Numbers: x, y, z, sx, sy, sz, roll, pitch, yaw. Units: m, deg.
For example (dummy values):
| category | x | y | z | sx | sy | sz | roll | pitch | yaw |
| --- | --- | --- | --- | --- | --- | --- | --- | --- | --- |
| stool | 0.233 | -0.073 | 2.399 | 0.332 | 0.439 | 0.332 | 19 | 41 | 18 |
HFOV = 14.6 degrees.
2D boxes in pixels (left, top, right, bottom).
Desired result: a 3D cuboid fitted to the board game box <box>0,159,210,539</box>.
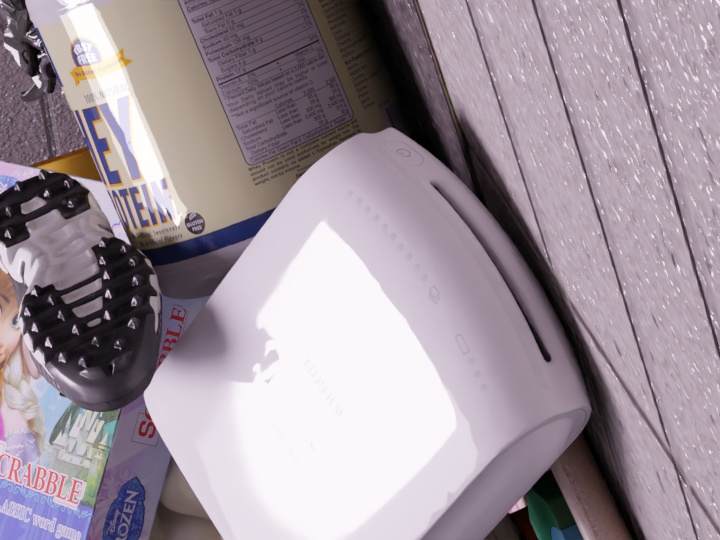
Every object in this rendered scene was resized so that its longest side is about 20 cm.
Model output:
| category | x | y | z | sx | sy | sz | roll | pitch | yaw |
| --- | --- | --- | --- | --- | --- | --- | --- | --- | --- |
| board game box | -0.163 | 0.049 | 1.469 | 0.200 | 0.041 | 0.200 | 12 | 86 | 50 |

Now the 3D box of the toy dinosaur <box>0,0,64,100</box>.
| category | x | y | z | sx | sy | sz | roll | pitch | yaw |
| --- | --- | --- | --- | --- | --- | --- | --- | --- | --- |
| toy dinosaur | -0.115 | -0.132 | 1.510 | 0.102 | 0.136 | 0.200 | 39 | -122 | -62 |

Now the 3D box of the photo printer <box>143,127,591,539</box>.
| category | x | y | z | sx | sy | sz | roll | pitch | yaw |
| --- | --- | --- | --- | --- | --- | --- | --- | --- | --- |
| photo printer | 0.004 | 0.051 | 1.204 | 0.166 | 0.069 | 0.200 | 56 | 132 | 21 |

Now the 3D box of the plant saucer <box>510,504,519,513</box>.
| category | x | y | z | sx | sy | sz | roll | pitch | yaw |
| --- | --- | --- | --- | --- | --- | --- | --- | --- | --- |
| plant saucer | 0.053 | 0.101 | 1.507 | 0.201 | 0.051 | 0.201 | 156 | 90 | -84 |

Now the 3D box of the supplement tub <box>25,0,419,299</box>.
| category | x | y | z | sx | sy | sz | roll | pitch | yaw |
| --- | --- | --- | --- | --- | --- | --- | --- | --- | --- |
| supplement tub | -0.068 | -0.102 | 1.307 | 0.145 | 0.145 | 0.200 | -145 | 31 | -79 |

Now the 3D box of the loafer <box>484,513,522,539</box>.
| category | x | y | z | sx | sy | sz | roll | pitch | yaw |
| --- | --- | --- | --- | --- | --- | --- | --- | --- | --- |
| loafer | 0.031 | 0.115 | 1.312 | 0.076 | 0.068 | 0.200 | -169 | 58 | -81 |

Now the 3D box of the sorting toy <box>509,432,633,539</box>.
| category | x | y | z | sx | sy | sz | roll | pitch | yaw |
| --- | --- | --- | --- | --- | --- | --- | --- | --- | --- |
| sorting toy | 0.076 | 0.087 | 1.295 | 0.200 | 0.036 | 0.185 | 92 | 153 | -78 |

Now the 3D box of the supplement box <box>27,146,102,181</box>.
| category | x | y | z | sx | sy | sz | roll | pitch | yaw |
| --- | --- | --- | --- | --- | --- | --- | --- | --- | --- |
| supplement box | -0.101 | 0.015 | 1.638 | 0.133 | 0.197 | 0.200 | -50 | -58 | -80 |

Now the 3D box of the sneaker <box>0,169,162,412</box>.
| category | x | y | z | sx | sy | sz | roll | pitch | yaw |
| --- | --- | --- | --- | --- | --- | --- | --- | --- | --- |
| sneaker | -0.121 | 0.027 | 1.298 | 0.091 | 0.066 | 0.200 | 68 | 172 | -28 |

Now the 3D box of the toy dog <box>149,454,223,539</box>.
| category | x | y | z | sx | sy | sz | roll | pitch | yaw |
| --- | --- | --- | --- | --- | --- | --- | --- | --- | --- |
| toy dog | -0.064 | 0.144 | 1.492 | 0.140 | 0.200 | 0.194 | -119 | 8 | -47 |
